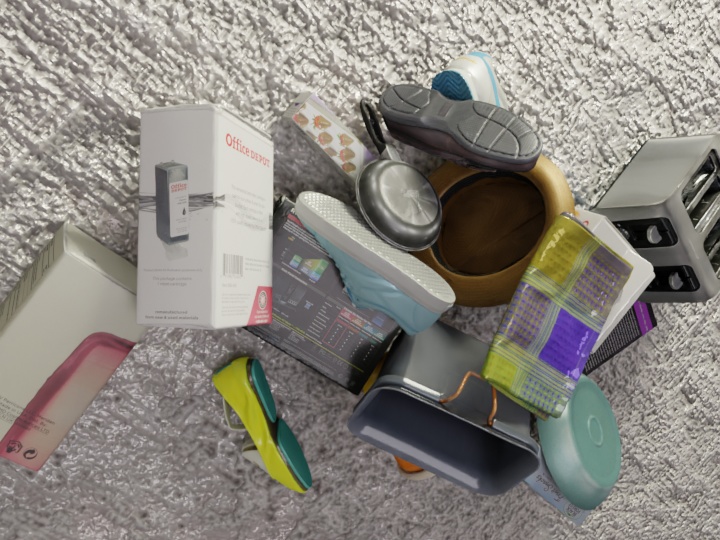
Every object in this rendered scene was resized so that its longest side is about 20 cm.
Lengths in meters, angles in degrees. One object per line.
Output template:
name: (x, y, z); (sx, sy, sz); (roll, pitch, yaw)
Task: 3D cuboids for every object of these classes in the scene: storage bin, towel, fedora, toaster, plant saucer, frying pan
storage bin: (0.106, 0.139, 0.777); (0.200, 0.135, 0.146); (25, 138, -5)
towel: (0.212, 0.051, 0.724); (0.144, 0.023, 0.200); (35, 82, -33)
fedora: (0.155, -0.048, 0.796); (0.082, 0.200, 0.201); (14, 102, -61)
toaster: (0.439, -0.076, 0.944); (0.200, 0.119, 0.181); (-46, 116, -23)
plant saucer: (0.310, 0.223, 0.937); (0.200, 0.036, 0.201); (24, 56, -41)
frying pan: (0.049, -0.108, 0.767); (0.115, 0.031, 0.191); (21, 55, -26)

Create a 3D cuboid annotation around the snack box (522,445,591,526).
snack box: (0.226, 0.262, 0.960); (0.053, 0.142, 0.200); (-49, 118, -3)

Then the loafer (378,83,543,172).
loafer: (0.111, -0.152, 0.767); (0.072, 0.200, 0.063); (-50, 152, -24)

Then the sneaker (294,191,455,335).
sneaker: (0.000, 0.000, 0.728); (0.200, 0.074, 0.082); (38, 114, 1)

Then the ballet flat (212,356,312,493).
ballet flat: (-0.124, 0.197, 0.841); (0.067, 0.067, 0.200); (-19, 111, 6)

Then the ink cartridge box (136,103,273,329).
ink cartridge box: (-0.147, -0.046, 0.668); (0.085, 0.146, 0.201); (1, 88, 13)

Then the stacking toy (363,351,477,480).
stacking toy: (0.049, 0.156, 0.880); (0.146, 0.146, 0.200); (-44, 100, -6)

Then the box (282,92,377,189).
box: (-0.007, -0.125, 0.800); (0.200, 0.041, 0.039); (42, 86, -27)

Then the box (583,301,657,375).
box: (0.342, 0.073, 1.014); (0.200, 0.036, 0.143); (-32, 115, -13)

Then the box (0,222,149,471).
box: (-0.308, 0.071, 0.680); (0.109, 0.128, 0.200); (39, 89, -28)

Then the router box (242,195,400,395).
router box: (-0.047, 0.028, 0.790); (0.200, 0.062, 0.150); (33, 92, -12)

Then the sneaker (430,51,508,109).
sneaker: (0.152, -0.167, 0.836); (0.081, 0.076, 0.200); (-45, 131, -33)

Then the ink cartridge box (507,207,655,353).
ink cartridge box: (0.251, -0.002, 0.857); (0.125, 0.200, 0.129); (39, 88, -28)
